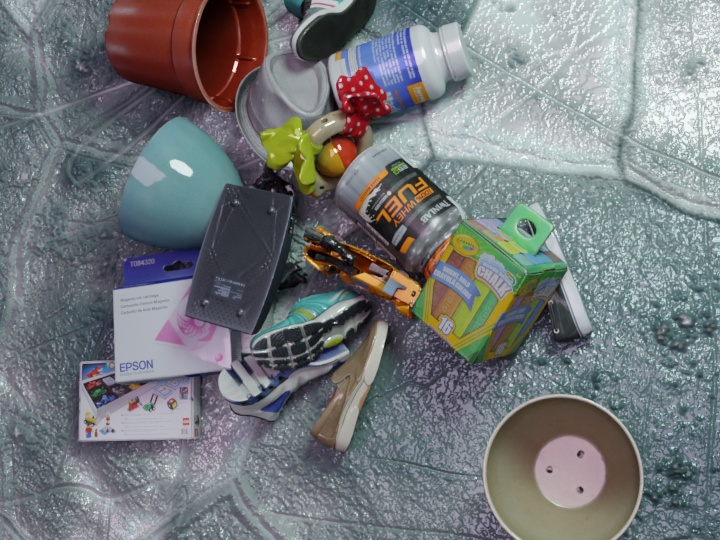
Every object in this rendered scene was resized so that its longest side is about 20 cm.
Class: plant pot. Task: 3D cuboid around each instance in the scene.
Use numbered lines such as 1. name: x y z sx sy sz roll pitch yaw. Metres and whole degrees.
1. plant pot: -0.255 -0.112 1.521 0.134 0.200 0.201 27 90 8
2. plant pot: -0.279 -0.359 1.571 0.194 0.201 0.202 11 84 26

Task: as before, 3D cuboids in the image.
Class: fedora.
1. fedora: -0.096 -0.255 1.501 0.176 0.090 0.201 -3 59 -17

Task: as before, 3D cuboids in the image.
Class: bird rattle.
1. bird rattle: -0.040 -0.189 1.443 0.200 0.163 0.113 -41 59 -16

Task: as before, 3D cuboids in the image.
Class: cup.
1. cup: 0.271 0.266 1.320 0.199 0.143 0.202 -3 80 17

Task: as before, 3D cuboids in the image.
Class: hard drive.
1. hard drive: -0.165 -0.016 1.420 0.134 0.042 0.201 13 83 29

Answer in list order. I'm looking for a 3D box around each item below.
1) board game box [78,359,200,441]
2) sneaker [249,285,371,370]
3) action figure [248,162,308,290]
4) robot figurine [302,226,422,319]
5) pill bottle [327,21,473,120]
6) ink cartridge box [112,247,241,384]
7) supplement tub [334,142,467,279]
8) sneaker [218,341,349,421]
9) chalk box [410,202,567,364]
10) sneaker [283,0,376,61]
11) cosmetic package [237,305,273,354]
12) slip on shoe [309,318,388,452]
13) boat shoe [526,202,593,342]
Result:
1. board game box: -0.346 0.202 1.573 0.199 0.035 0.127 -4 81 16
2. sneaker: -0.078 0.081 1.449 0.080 0.199 0.078 36 137 40
3. action figure: -0.140 -0.072 1.516 0.101 0.119 0.201 -12 83 10
4. robot figurine: 0.000 0.000 1.449 0.199 0.145 0.058 28 88 10
5. pill bottle: 0.061 -0.297 1.491 0.199 0.112 0.113 -16 77 14
6. ink cartridge box: -0.281 0.063 1.521 0.195 0.043 0.201 -9 79 16
7. supplement tub: 0.068 -0.080 1.448 0.200 0.122 0.123 43 95 18
8. sneaker: -0.119 0.157 1.491 0.199 0.115 0.081 -25 62 -20
9. chalk box: 0.184 0.007 1.357 0.124 0.123 0.201 41 117 29
10. sneaker: -0.076 -0.393 1.531 0.120 0.084 0.200 21 45 26
11. cosmetic package: -0.236 0.087 1.550 0.199 0.051 0.083 2 80 17
12. slip on shoe: -0.014 0.161 1.460 0.060 0.076 0.201 21 95 2
13. boat shoe: 0.265 0.004 1.406 0.056 0.069 0.201 -22 78 13
